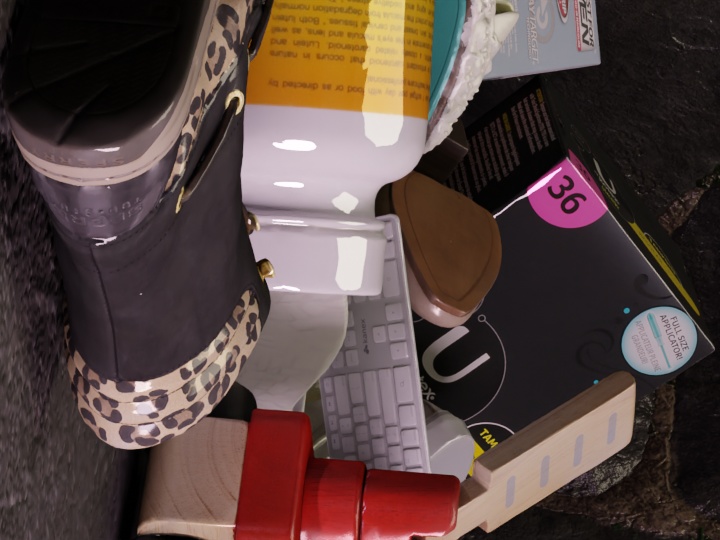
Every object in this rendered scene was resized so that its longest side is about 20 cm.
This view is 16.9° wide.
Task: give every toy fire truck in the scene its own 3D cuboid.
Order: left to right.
[{"bbox_3d":[0.011,0.113,1.007,0.176,0.198,0.129,86,9,-57],"label":"toy fire truck"}]

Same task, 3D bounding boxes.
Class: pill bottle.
[{"bbox_3d":[-0.026,-0.093,0.943,0.111,0.110,0.202,-7,100,-85],"label":"pill bottle"}]

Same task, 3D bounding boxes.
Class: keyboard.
[{"bbox_3d":[0.008,0.078,1.088,0.011,0.056,0.202,-5,86,-47],"label":"keyboard"}]

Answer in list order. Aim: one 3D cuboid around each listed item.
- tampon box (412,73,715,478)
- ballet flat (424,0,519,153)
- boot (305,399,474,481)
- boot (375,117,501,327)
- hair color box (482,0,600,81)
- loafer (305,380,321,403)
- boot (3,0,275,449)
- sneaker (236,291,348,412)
[{"bbox_3d":[0.073,0.020,1.376,0.150,0.199,0.126,48,15,-22],"label":"tampon box"},{"bbox_3d":[0.053,-0.148,1.160,0.072,0.071,0.202,-66,167,-77],"label":"ballet flat"},{"bbox_3d":[-0.037,0.114,1.218,0.200,0.095,0.074,-31,143,-43],"label":"boot"},{"bbox_3d":[0.000,0.000,1.256,0.146,0.070,0.201,-44,-157,28],"label":"boot"},{"bbox_3d":[0.040,-0.129,1.303,0.200,0.098,0.061,-15,100,-56],"label":"hair color box"},{"bbox_3d":[-0.023,-0.028,1.167,0.075,0.068,0.202,-16,113,-51],"label":"loafer"},{"bbox_3d":[-0.059,-0.055,0.795,0.201,0.073,0.151,-77,169,-45],"label":"boot"},{"bbox_3d":[-0.051,0.032,1.095,0.089,0.075,0.201,-99,-167,-47],"label":"sneaker"}]
